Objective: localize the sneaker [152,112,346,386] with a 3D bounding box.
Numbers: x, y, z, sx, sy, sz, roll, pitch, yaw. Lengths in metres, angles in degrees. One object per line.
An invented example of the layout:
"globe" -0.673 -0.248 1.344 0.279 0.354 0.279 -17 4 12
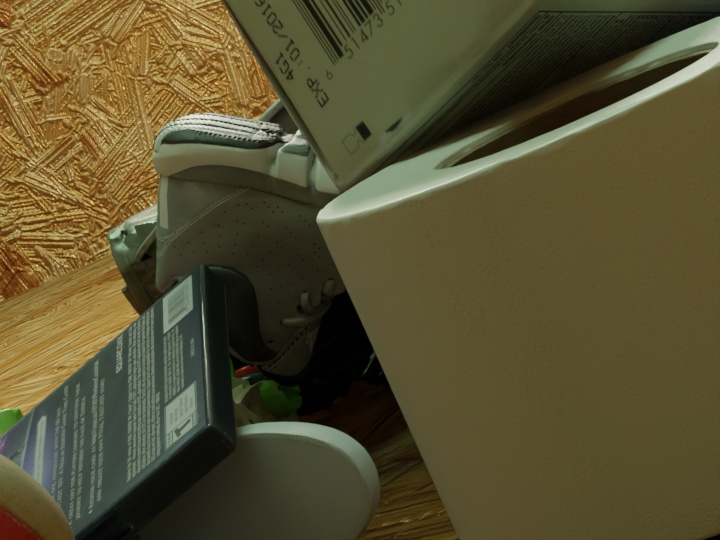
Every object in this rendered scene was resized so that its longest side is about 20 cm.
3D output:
"sneaker" 0.000 0.000 0.966 0.199 0.116 0.075 11 15 10

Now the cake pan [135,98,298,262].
"cake pan" -0.033 -0.064 1.098 0.200 0.037 0.200 -45 1 1

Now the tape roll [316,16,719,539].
"tape roll" 0.102 0.002 0.757 0.202 0.140 0.203 -24 7 3

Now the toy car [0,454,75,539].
"toy car" -0.189 0.156 0.684 0.177 0.184 0.200 -20 37 36

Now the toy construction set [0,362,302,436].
"toy construction set" -0.100 0.089 0.998 0.199 0.092 0.131 -12 -12 30

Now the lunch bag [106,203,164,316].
"lunch bag" -0.050 -0.009 1.281 0.164 0.118 0.200 -24 -18 3

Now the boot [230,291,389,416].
"boot" -0.035 0.032 1.120 0.200 0.077 0.168 3 -14 -44

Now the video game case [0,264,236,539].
"video game case" -0.132 0.094 0.888 0.200 0.019 0.143 -41 23 14

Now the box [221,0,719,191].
"box" 0.062 -0.118 0.894 0.128 0.109 0.200 -43 -20 32

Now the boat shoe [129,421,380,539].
"boat shoe" -0.073 0.105 0.890 0.200 0.069 0.057 -23 7 28
